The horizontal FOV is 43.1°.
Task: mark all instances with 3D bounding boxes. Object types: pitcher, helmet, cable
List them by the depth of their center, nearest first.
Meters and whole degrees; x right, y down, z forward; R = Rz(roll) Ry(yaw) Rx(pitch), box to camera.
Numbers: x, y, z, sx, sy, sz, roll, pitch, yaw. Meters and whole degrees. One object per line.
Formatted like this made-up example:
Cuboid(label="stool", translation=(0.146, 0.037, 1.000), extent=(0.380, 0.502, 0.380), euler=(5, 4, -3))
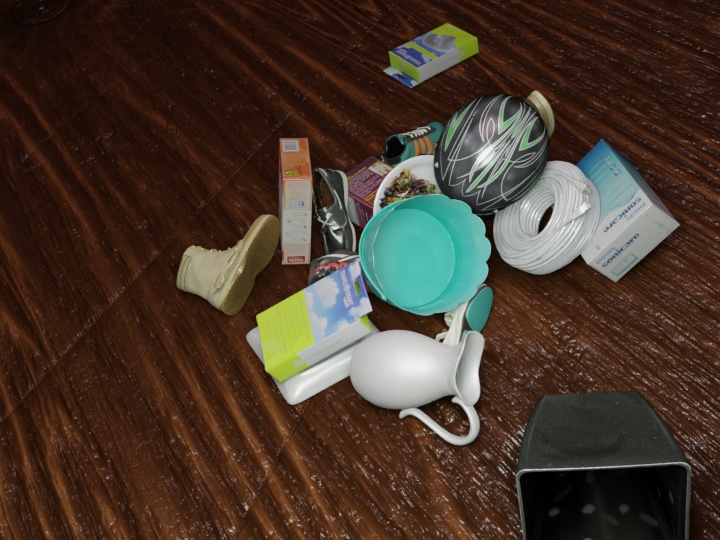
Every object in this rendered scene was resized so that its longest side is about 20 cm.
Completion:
Cuboid(label="pitcher", translation=(0.088, 0.176, 1.387), extent=(0.200, 0.172, 0.121), euler=(-3, -1, 34))
Cuboid(label="helmet", translation=(0.219, -0.196, 1.531), extent=(0.200, 0.200, 0.191), euler=(-3, 18, 12))
Cuboid(label="cable", translation=(0.317, -0.092, 1.568), extent=(0.200, 0.069, 0.200), euler=(-52, 33, 23))

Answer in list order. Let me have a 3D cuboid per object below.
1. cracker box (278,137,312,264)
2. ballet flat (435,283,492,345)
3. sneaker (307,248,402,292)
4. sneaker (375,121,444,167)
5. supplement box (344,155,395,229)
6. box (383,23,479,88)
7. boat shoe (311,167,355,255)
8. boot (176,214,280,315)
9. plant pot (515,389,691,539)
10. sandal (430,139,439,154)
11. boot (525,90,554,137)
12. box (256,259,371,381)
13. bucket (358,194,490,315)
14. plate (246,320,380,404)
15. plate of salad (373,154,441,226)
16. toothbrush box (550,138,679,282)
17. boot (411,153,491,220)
Cuboid(label="cracker box", translation=(-0.123, -0.128, 1.701), extent=(0.058, 0.200, 0.134), euler=(-2, 41, -7))
Cuboid(label="ballet flat", translation=(0.159, 0.097, 1.491), extent=(0.069, 0.069, 0.200), euler=(8, 49, 23))
Cuboid(label="sneaker", translation=(0.000, 0.000, 1.614), extent=(0.200, 0.071, 0.098), euler=(-4, 28, -12))
Cuboid(label="sneaker", translation=(0.103, -0.255, 1.857), extent=(0.071, 0.080, 0.200), euler=(1, 40, 46))
Cuboid(label="supplement box", translation=(0.054, -0.126, 1.738), extent=(0.110, 0.086, 0.200), euler=(-37, 47, -22))
Cuboid(label="box", translation=(0.163, -0.509, 2.150), extent=(0.200, 0.048, 0.122), euler=(-30, 44, -18))
Cuboid(label="boat shoe", translation=(-0.057, -0.095, 1.696), extent=(0.072, 0.068, 0.200), euler=(-18, 73, 34))
Cuboid(label="boot", translation=(-0.248, -0.030, 1.697), extent=(0.155, 0.073, 0.200), euler=(22, 82, 37))
Cuboid(label="plant pot", translation=(0.304, 0.265, 1.182), extent=(0.200, 0.200, 0.177), euler=(-6, 31, 10))
Cuboid(label="sandal", translation=(0.175, -0.240, 1.779), extent=(0.054, 0.200, 0.080), euler=(49, 49, -2))
Cuboid(label="boot", translation=(0.280, -0.244, 1.730), extent=(0.155, 0.200, 0.072), euler=(-28, 69, -13))
Cuboid(label="box", translation=(-0.069, 0.080, 1.478), extent=(0.200, 0.048, 0.122), euler=(-29, 45, 13))
Cuboid(label="bucket", translation=(0.098, -0.025, 1.512), extent=(0.207, 0.207, 0.135), euler=(-28, 5, -14))
Cuboid(label="plate", translation=(-0.075, 0.115, 1.555), extent=(0.199, 0.032, 0.200), euler=(-27, 43, -14))
Cuboid(label="plate of salad", translation=(0.119, -0.103, 1.617), extent=(0.200, 0.200, 0.048), euler=(-26, 20, -13))
Cuboid(label="toothbrush box", translation=(0.425, -0.104, 1.562), extent=(0.146, 0.085, 0.200), euler=(-47, 35, 22))
Cuboid(label="boot", translation=(0.210, -0.205, 1.680), extent=(0.198, 0.163, 0.073), euler=(36, 22, 9))
